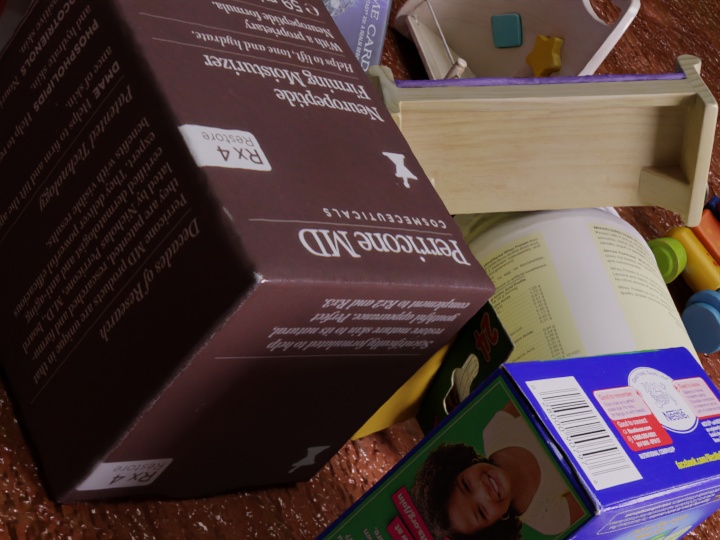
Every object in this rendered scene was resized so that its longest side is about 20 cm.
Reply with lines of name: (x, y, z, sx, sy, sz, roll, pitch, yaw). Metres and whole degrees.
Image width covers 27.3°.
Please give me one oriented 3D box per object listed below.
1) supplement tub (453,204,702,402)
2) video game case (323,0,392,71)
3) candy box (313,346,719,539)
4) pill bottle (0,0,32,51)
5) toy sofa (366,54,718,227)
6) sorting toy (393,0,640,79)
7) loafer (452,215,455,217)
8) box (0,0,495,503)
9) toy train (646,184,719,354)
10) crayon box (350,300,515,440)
supplement tub: (0.126, 0.054, 0.895, 0.144, 0.145, 0.202, 22, 36, -33)
video game case: (-0.052, -0.220, 1.052, 0.198, 0.019, 0.145, 15, 85, -42)
candy box: (0.062, 0.125, 0.670, 0.168, 0.200, 0.077, 0, 49, -52)
pill bottle: (-0.264, -0.159, 0.711, 0.198, 0.111, 0.112, 22, 36, -33)
toy sofa: (0.101, -0.080, 0.873, 0.197, 0.084, 0.098, -2, 33, -4)
sorting toy: (0.137, -0.176, 1.161, 0.106, 0.180, 0.202, 19, 38, -36)
loafer: (0.111, -0.037, 1.082, 0.199, 0.072, 0.073, 13, 78, -49)
box: (-0.077, -0.021, 0.715, 0.165, 0.164, 0.201, 3, 49, -49)
toy train: (0.273, -0.023, 1.252, 0.115, 0.085, 0.201, -17, 65, -43)
crayon box: (0.000, 0.000, 0.818, 0.050, 0.128, 0.201, -15, 59, -28)
